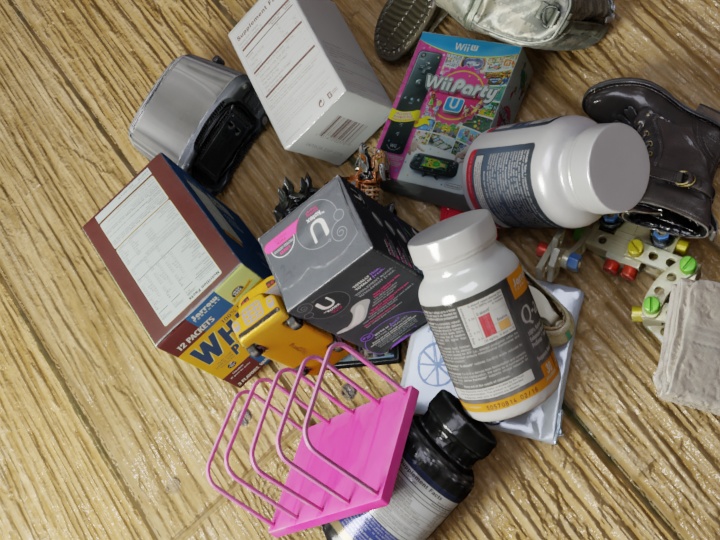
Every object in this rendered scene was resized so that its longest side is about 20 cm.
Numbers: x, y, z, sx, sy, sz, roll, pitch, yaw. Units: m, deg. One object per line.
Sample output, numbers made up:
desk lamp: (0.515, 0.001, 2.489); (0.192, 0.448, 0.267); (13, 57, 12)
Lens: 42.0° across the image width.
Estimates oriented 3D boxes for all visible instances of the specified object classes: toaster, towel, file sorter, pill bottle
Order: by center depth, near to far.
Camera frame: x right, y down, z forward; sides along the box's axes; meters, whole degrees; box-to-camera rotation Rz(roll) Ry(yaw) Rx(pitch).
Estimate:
towel: (0.404, 0.093, 0.980); (0.197, 0.034, 0.135); (18, 79, -9)
pill bottle: (0.129, 0.046, 0.994); (0.115, 0.117, 0.203); (-20, 102, 10)
file sorter: (-0.059, 0.182, 1.022); (0.199, 0.125, 0.140); (-29, 31, 43)
pill bottle: (0.213, -0.106, 1.033); (0.199, 0.119, 0.121); (5, 70, 61)
pill bottle: (0.055, 0.234, 1.036); (0.200, 0.112, 0.112); (-49, 66, 6)
toaster: (-0.223, -0.193, 1.272); (0.128, 0.114, 0.202); (31, 87, 27)

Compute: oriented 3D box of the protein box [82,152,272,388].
protein box: (-0.193, 0.004, 1.141); (0.135, 0.198, 0.201); (-42, 60, 3)

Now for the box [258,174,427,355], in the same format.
box: (0.000, 0.000, 1.053); (0.122, 0.199, 0.107); (-36, 57, 16)

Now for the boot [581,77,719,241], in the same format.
boot: (0.324, -0.126, 1.064); (0.197, 0.070, 0.175); (20, 57, 20)

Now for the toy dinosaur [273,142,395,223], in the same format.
toy dinosaur: (-0.033, -0.060, 1.153); (0.134, 0.102, 0.203); (23, 82, 10)

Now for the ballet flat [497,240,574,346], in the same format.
ballet flat: (0.164, 0.008, 1.071); (0.199, 0.062, 0.068); (38, 85, 19)

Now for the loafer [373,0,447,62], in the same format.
loafer: (0.092, -0.362, 1.248); (0.076, 0.067, 0.201); (42, 105, 28)

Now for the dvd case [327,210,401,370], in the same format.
dvd case: (-0.019, 0.024, 1.188); (0.140, 0.018, 0.204); (-6, 71, 15)

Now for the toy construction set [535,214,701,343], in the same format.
toy construction set: (0.298, 0.000, 1.059); (0.198, 0.092, 0.133); (26, 81, 12)

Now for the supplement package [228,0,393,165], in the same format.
supplement package: (-0.065, -0.258, 1.220); (0.117, 0.116, 0.202); (-40, 63, 27)

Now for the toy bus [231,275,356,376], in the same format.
toy bus: (-0.075, 0.064, 1.068); (0.065, 0.200, 0.079); (-33, 62, 12)

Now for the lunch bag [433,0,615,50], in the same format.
lunch bag: (0.208, -0.335, 1.127); (0.167, 0.199, 0.140); (42, 117, 16)

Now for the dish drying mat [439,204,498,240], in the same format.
dish drying mat: (0.130, 0.009, 1.144); (0.075, 0.018, 0.204); (-1, 73, 17)

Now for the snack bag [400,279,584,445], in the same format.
snack bag: (0.153, 0.089, 1.096); (0.196, 0.021, 0.192); (10, 78, 15)

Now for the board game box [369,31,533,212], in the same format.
board game box: (0.111, -0.187, 1.175); (0.146, 0.064, 0.203); (16, 77, 31)
